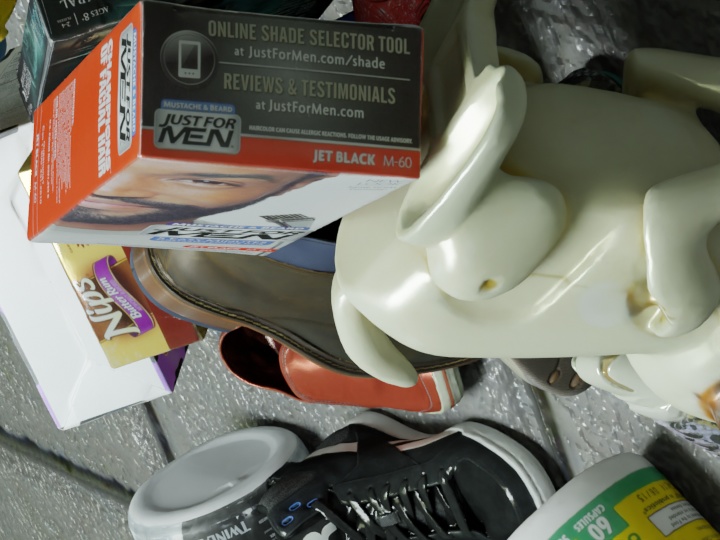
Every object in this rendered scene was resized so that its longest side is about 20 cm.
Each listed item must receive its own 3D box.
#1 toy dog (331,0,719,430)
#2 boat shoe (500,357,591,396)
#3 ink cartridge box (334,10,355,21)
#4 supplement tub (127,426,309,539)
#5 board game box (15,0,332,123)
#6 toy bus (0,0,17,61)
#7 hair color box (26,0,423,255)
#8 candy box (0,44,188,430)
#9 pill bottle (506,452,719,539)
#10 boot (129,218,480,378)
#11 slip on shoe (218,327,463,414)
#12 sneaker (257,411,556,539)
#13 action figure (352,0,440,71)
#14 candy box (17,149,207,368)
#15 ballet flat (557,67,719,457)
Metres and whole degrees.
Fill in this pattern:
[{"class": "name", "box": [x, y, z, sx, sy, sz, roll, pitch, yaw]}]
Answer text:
[{"class": "toy dog", "box": [0.103, -0.003, 0.948, 0.194, 0.200, 0.140, -63, 17, 21]}, {"class": "boat shoe", "box": [0.042, -0.015, 1.099, 0.200, 0.076, 0.072, 47, 174, -34]}, {"class": "ink cartridge box", "box": [-0.017, -0.080, 1.146, 0.039, 0.099, 0.200, 56, 153, 8]}, {"class": "supplement tub", "box": [-0.055, 0.210, 1.515, 0.122, 0.122, 0.200, 8, 126, 57]}, {"class": "board game box", "box": [-0.075, -0.107, 1.006, 0.200, 0.135, 0.028, 149, 103, -79]}, {"class": "toy bus", "box": [-0.228, -0.141, 1.144, 0.192, 0.136, 0.200, -25, 128, 30]}, {"class": "hair color box", "box": [-0.060, -0.051, 0.959, 0.200, 0.111, 0.064, 153, 119, -69]}, {"class": "candy box", "box": [-0.154, -0.033, 1.346, 0.200, 0.071, 0.168, -77, -34, -67]}, {"class": "pill bottle", "box": [0.158, 0.192, 1.137, 0.200, 0.113, 0.113, 47, 153, 20]}, {"class": "boot", "box": [0.000, 0.000, 1.140, 0.097, 0.200, 0.075, -38, 47, 56]}, {"class": "slip on shoe", "box": [-0.011, 0.049, 1.328, 0.200, 0.061, 0.074, 10, 127, 55]}, {"class": "sneaker", "box": [0.017, 0.138, 1.322, 0.200, 0.112, 0.073, 2, 123, 59]}, {"class": "action figure", "box": [0.021, -0.151, 1.056, 0.200, 0.099, 0.065, -117, 11, -46]}, {"class": "candy box", "box": [-0.111, -0.048, 1.262, 0.200, 0.056, 0.117, -78, -33, -65]}, {"class": "ballet flat", "box": [0.115, 0.011, 1.058, 0.072, 0.072, 0.201, 7, 126, 58]}]
